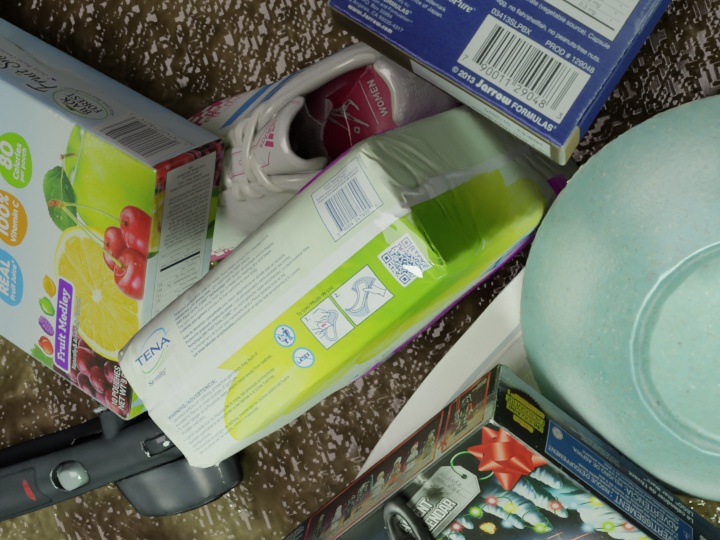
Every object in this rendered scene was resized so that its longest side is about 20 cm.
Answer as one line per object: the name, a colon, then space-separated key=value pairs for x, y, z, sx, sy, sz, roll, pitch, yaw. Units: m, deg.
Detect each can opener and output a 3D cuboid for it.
can opener: x=-0.159 y=0.107 z=0.921 sx=0.198 sy=0.063 sz=0.079 roll=-16 pitch=95 yaw=25

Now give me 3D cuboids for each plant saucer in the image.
plant saucer: x=0.167 y=0.025 z=0.735 sx=0.198 sy=0.039 sz=0.203 roll=2 pitch=119 yaw=4

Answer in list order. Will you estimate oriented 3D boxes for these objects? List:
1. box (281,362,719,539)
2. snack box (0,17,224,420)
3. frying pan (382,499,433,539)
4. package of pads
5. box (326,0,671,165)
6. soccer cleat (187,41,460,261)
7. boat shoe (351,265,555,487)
box: x=0.048 y=0.144 z=0.806 sx=0.136 sy=0.040 sz=0.200 roll=36 pitch=126 yaw=-15
snack box: x=-0.162 y=-0.036 z=0.861 sx=0.199 sy=0.053 sz=0.143 roll=30 pitch=126 yaw=27
frying pan: x=0.066 y=0.182 z=0.791 sx=0.114 sy=0.031 sz=0.191 roll=4 pitch=131 yaw=7
package of pads: x=0.000 y=0.000 z=0.753 sx=0.154 sy=0.200 sz=0.068 roll=-39 pitch=84 yaw=25
box: x=0.090 y=-0.160 z=0.742 sx=0.121 sy=0.032 sz=0.201 roll=33 pitch=84 yaw=13
soccer cleat: x=-0.045 y=-0.057 z=0.824 sx=0.199 sy=0.086 sz=0.070 roll=-27 pitch=90 yaw=26
boat shoe: x=0.066 y=0.066 z=0.818 sx=0.068 sy=0.072 sz=0.200 roll=42 pitch=105 yaw=9
